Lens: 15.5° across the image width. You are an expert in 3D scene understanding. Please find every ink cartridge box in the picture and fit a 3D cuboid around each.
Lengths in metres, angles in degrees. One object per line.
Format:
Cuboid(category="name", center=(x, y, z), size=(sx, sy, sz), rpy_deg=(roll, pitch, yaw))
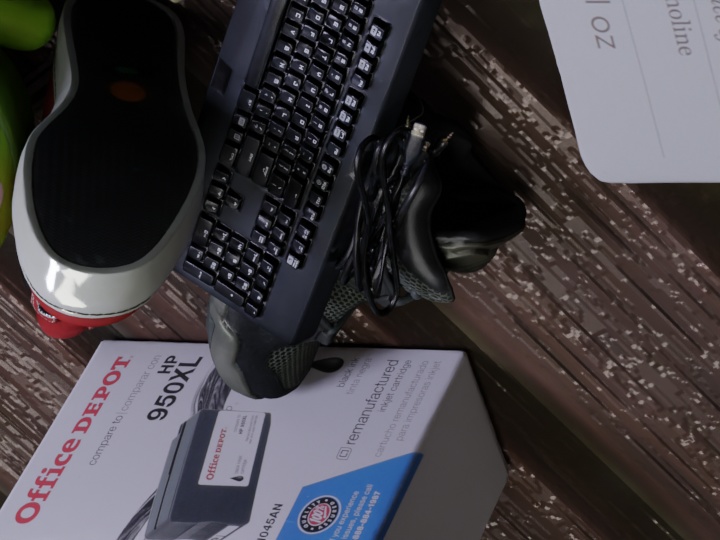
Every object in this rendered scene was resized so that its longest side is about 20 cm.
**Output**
Cuboid(category="ink cartridge box", center=(-0.053, 0.110, 1.221), size=(0.199, 0.145, 0.084), rpy_deg=(1, 131, 27))

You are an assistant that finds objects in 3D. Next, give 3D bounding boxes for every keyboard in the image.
Cuboid(category="keyboard", center=(-0.020, -0.049, 1.037), size=(0.104, 0.040, 0.200), rpy_deg=(28, 130, 10))

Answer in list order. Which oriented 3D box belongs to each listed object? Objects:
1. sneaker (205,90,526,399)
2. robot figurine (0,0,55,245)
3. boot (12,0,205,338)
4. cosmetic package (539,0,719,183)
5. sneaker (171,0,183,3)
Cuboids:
Cuboid(category="sneaker", center=(0.000, 0.000, 1.134), size=(0.114, 0.076, 0.200), rpy_deg=(27, 134, 10))
Cuboid(category="robot figurine", center=(-0.197, -0.047, 1.100), size=(0.115, 0.200, 0.176), rpy_deg=(23, 102, -8))
Cuboid(category="boot", center=(-0.110, -0.005, 1.080), size=(0.072, 0.200, 0.145), rpy_deg=(10, 123, -8))
Cuboid(category="cosmetic package", center=(0.168, -0.142, 0.835), size=(0.199, 0.167, 0.168), rpy_deg=(1, 132, 26))
Cuboid(category="sneaker", center=(-0.156, -0.136, 0.968), size=(0.199, 0.077, 0.089), rpy_deg=(25, 115, -14))
